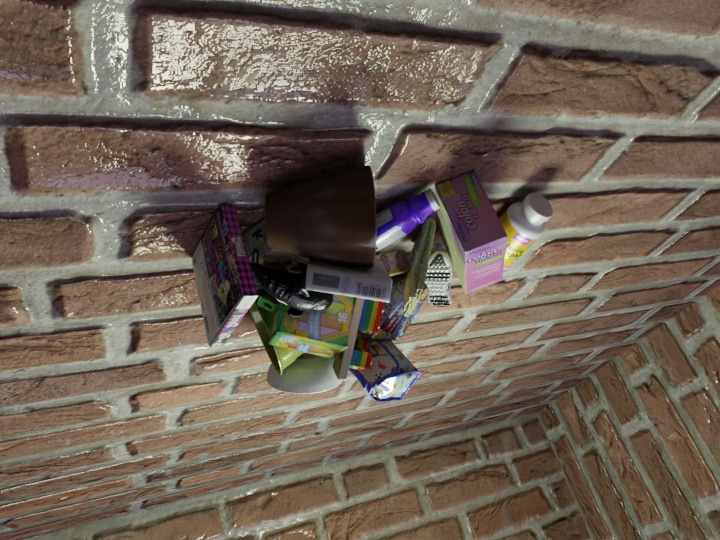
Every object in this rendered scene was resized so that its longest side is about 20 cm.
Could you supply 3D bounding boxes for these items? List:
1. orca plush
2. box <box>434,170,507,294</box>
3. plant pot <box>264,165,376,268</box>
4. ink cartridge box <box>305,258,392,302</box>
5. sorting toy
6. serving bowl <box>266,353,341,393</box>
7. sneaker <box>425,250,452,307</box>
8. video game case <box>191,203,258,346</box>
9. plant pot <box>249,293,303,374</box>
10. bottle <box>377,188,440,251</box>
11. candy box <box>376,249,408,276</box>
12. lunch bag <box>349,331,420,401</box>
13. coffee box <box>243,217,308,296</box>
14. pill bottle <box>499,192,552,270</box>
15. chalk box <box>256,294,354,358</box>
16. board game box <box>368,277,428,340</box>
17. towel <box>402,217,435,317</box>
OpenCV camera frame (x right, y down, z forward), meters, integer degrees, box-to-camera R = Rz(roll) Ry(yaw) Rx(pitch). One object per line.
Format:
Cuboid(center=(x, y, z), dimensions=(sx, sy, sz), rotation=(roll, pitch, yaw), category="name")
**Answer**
Cuboid(center=(-0.126, 0.020, 1.094), dimensions=(0.199, 0.107, 0.071), rotation=(41, 154, -22), category="orca plush")
Cuboid(center=(0.243, -0.080, 1.258), dimensions=(0.095, 0.179, 0.201), rotation=(-20, 151, 1), category="box")
Cuboid(center=(-0.077, -0.095, 1.057), dimensions=(0.194, 0.191, 0.188), rotation=(-3, 149, -5), category="plant pot")
Cuboid(center=(-0.026, 0.009, 1.110), dimensions=(0.158, 0.059, 0.200), rotation=(8, -175, -5), category="ink cartridge box")
Cuboid(center=(-0.004, 0.141, 1.291), dimensions=(0.068, 0.205, 0.199), rotation=(13, 177, -6), category="sorting toy")
Cuboid(center=(-0.139, 0.242, 1.432), dimensions=(0.194, 0.068, 0.200), rotation=(1, -168, 0), category="serving bowl")
Cuboid(center=(0.195, 0.008, 1.400), dimensions=(0.073, 0.083, 0.202), rotation=(6, 147, 12), category="sneaker")
Cuboid(center=(-0.262, 0.010, 1.070), dimensions=(0.035, 0.203, 0.182), rotation=(2, 144, -36), category="video game case")
Cuboid(center=(-0.148, 0.116, 1.359), dimensions=(0.187, 0.202, 0.202), rotation=(-23, 153, -18), category="plant pot")
Cuboid(center=(0.077, -0.106, 1.223), dimensions=(0.197, 0.066, 0.083), rotation=(-31, 161, 18), category="bottle")
Cuboid(center=(0.000, 0.000, 1.285), dimensions=(0.197, 0.057, 0.114), rotation=(-12, 180, -38), category="candy box")
Cuboid(center=(0.035, 0.240, 1.452), dimensions=(0.198, 0.170, 0.125), rotation=(11, 118, -53), category="lunch bag")
Cuboid(center=(-0.218, -0.014, 1.178), dimensions=(0.198, 0.081, 0.112), rotation=(-33, 149, 21), category="coffee box")
Cuboid(center=(0.382, -0.097, 1.393), dimensions=(0.102, 0.106, 0.201), rotation=(-2, 146, -29), category="pill bottle")
Cuboid(center=(-0.125, 0.098, 1.206), dimensions=(0.195, 0.127, 0.125), rotation=(13, 159, -12), category="chalk box")
Cuboid(center=(0.105, 0.083, 1.471), dimensions=(0.202, 0.061, 0.199), rotation=(-55, 156, 7), category="board game box")
Cuboid(center=(0.131, -0.006, 1.300), dimensions=(0.036, 0.204, 0.149), rotation=(15, 155, 1), category="towel")
